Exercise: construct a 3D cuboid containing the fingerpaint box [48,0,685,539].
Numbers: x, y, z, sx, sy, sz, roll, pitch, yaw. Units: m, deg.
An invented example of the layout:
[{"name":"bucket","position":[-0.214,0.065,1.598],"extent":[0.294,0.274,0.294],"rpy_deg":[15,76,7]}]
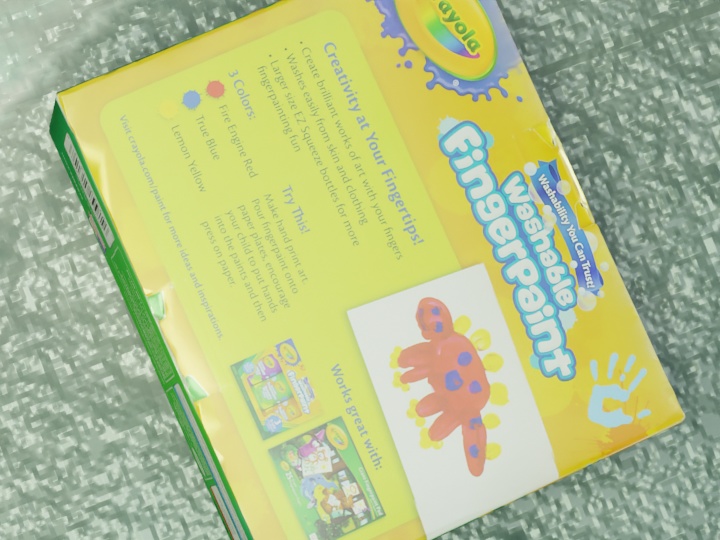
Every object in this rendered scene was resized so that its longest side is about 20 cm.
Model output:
[{"name":"fingerpaint box","position":[0.000,0.000,0.837],"extent":[0.167,0.073,0.200],"rpy_deg":[-24,88,-12]}]
